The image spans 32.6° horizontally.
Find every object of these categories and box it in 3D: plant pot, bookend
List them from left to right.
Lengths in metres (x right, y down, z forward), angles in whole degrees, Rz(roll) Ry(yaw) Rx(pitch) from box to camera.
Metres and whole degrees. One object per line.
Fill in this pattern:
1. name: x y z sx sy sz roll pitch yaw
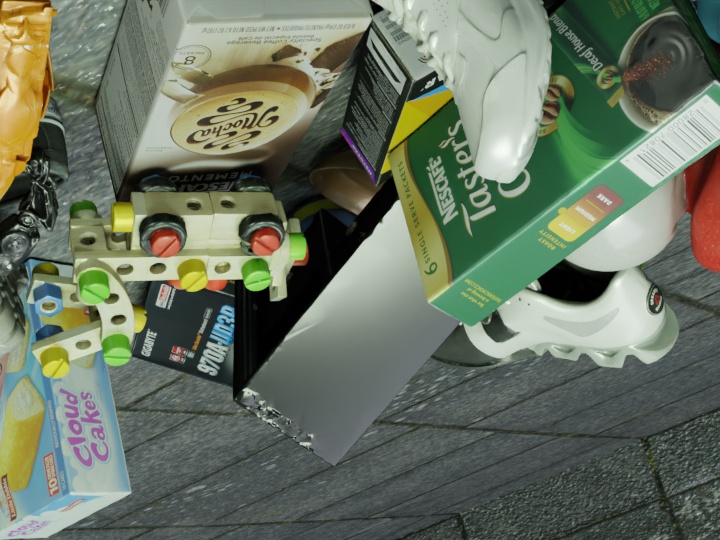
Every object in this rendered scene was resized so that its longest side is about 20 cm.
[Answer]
1. bookend: 0.000 0.000 0.904 0.092 0.199 0.200 35 107 -18
2. plant pot: 0.057 -0.056 0.987 0.197 0.028 0.200 18 171 3

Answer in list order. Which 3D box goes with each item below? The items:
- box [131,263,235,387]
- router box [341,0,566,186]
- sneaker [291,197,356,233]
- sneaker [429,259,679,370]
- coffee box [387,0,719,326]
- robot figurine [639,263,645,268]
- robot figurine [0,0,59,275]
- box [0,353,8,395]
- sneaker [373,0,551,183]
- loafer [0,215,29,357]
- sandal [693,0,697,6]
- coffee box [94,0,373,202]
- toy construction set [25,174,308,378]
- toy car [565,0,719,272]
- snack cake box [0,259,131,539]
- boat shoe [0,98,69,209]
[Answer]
1. box: -0.118 0.046 1.115 0.157 0.047 0.200 18 152 -9
2. router box: 0.087 -0.146 0.773 0.199 0.051 0.149 -31 168 -16
3. sneaker: -0.006 -0.002 1.133 0.065 0.079 0.200 -23 161 12
4. sneaker: 0.111 0.016 0.846 0.198 0.075 0.089 -6 136 34
5. coffee box: 0.106 -0.073 0.686 0.044 0.124 0.199 26 127 -39
6. robot figurine: 0.178 -0.091 0.899 0.114 0.202 0.175 22 151 -15
7. robot figurine: -0.236 -0.072 0.693 0.143 0.058 0.201 -3 134 -31
8. box: -0.370 0.097 0.916 0.126 0.111 0.200 14 -179 10
9. sneaker: 0.044 -0.139 0.652 0.098 0.203 0.078 -5 162 -4
10. loafer: -0.266 0.009 0.832 0.069 0.071 0.200 -25 -158 -4
11. sandal: 0.217 -0.214 0.762 0.086 0.081 0.200 -19 159 17
12. coffee box: -0.084 -0.123 0.745 0.112 0.081 0.200 -7 158 -25
13. toy construction set: -0.111 -0.002 0.790 0.198 0.092 0.132 -13 141 -30
14. toy car: 0.173 -0.065 0.746 0.197 0.178 0.186 -7 134 11
15. snack cake box: -0.267 0.108 1.023 0.114 0.202 0.067 -29 156 30
16. boat shoe: -0.281 -0.048 0.799 0.197 0.069 0.074 -17 160 0
